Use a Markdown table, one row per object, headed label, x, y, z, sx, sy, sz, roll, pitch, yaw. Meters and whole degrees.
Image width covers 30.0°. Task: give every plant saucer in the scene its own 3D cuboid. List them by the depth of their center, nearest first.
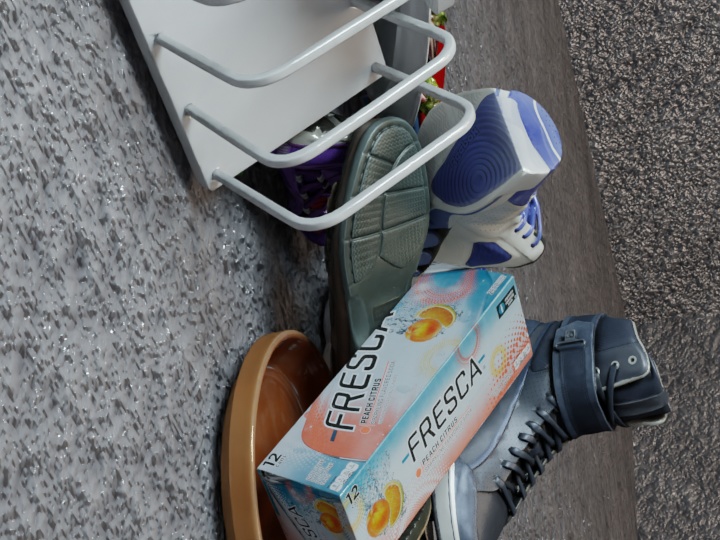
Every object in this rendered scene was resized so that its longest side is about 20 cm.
| label | x | y | z | sx | sy | sz | roll | pitch | yaw |
| --- | --- | --- | --- | --- | --- | --- | --- | --- | --- |
| plant saucer | -0.044 | 0.139 | 0.842 | 0.200 | 0.032 | 0.202 | -9 | 90 | -75 |

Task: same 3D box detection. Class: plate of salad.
| label | x | y | z | sx | sy | sz | roll | pitch | yaw |
| --- | --- | --- | --- | --- | --- | --- | --- | --- | --- |
| plate of salad | 0.032 | -0.185 | 0.908 | 0.200 | 0.048 | 0.202 | 178 | -90 | -78 |

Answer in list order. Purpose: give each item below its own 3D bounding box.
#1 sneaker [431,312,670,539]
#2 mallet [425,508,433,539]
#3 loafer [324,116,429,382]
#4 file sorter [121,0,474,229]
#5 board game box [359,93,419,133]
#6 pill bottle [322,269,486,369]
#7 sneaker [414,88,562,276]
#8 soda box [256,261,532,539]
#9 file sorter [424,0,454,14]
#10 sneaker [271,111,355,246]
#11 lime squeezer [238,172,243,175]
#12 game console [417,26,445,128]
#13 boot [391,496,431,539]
| label | x | y | z | sx | sy | sz | roll | pitch | yaw |
| --- | --- | --- | --- | --- | --- | --- | --- | --- | --- |
| sneaker | 0.127 | 0.111 | 0.887 | 0.077 | 0.145 | 0.204 | 63 | 32 | -47 |
| mallet | 0.047 | 0.191 | 1.006 | 0.200 | 0.041 | 0.067 | 139 | -54 | -81 |
| loafer | 0.000 | 0.000 | 0.862 | 0.071 | 0.063 | 0.202 | -12 | 109 | -38 |
| file sorter | -0.036 | -0.143 | 0.714 | 0.124 | 0.138 | 0.201 | 32 | -29 | 47 |
| board game box | 0.049 | -0.098 | 1.241 | 0.202 | 0.039 | 0.158 | 69 | 14 | 6 |
| pill bottle | 0.034 | 0.023 | 1.025 | 0.201 | 0.115 | 0.117 | -71 | 149 | -58 |
| sneaker | 0.085 | -0.053 | 0.899 | 0.199 | 0.114 | 0.081 | -42 | -123 | 54 |
| soda box | 0.026 | 0.083 | 0.804 | 0.200 | 0.063 | 0.069 | -48 | 134 | -37 |
| file sorter | 0.038 | -0.280 | 0.754 | 0.201 | 0.124 | 0.139 | 54 | -15 | 23 |
| sneaker | -0.022 | -0.061 | 0.921 | 0.200 | 0.080 | 0.084 | 35 | 69 | -77 |
| lime squeezer | -0.077 | -0.166 | 0.865 | 0.071 | 0.037 | 0.202 | -40 | 121 | -72 |
| game console | 0.017 | -0.202 | 1.154 | 0.201 | 0.171 | 0.119 | -82 | -161 | -46 |
| boot | 0.019 | 0.192 | 0.858 | 0.200 | 0.077 | 0.140 | -62 | 146 | -63 |
